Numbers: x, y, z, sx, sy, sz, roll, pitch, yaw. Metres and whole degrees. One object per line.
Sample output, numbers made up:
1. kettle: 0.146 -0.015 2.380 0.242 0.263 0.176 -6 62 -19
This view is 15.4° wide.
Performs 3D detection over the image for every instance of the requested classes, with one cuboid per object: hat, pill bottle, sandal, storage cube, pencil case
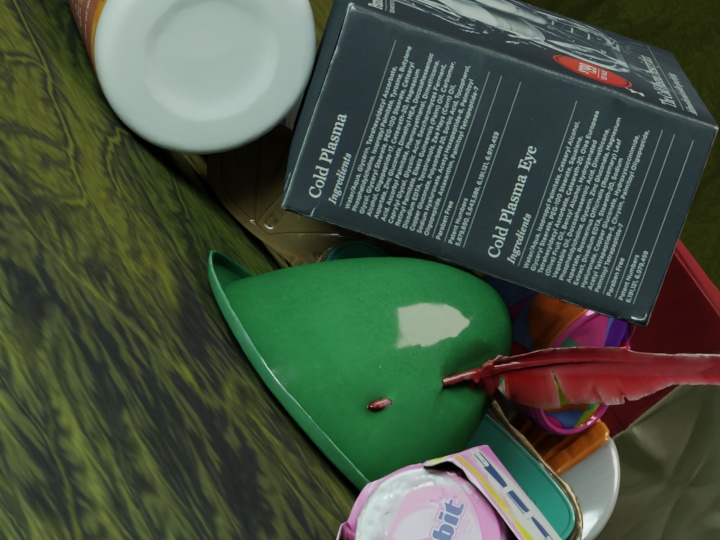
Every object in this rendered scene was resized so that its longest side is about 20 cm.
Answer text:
1. hat: 0.054 0.012 1.220 0.166 0.176 0.200 56 8 34
2. pill bottle: -0.096 -0.149 1.370 0.112 0.112 0.200 47 8 -31
3. sandal: 0.091 0.090 1.473 0.207 0.079 0.059 -116 -179 -46
4. storage cube: 0.150 0.070 1.601 0.200 0.171 0.180 44 11 -48
5. pencil case: 0.062 0.013 1.454 0.200 0.089 0.088 35 -5 41

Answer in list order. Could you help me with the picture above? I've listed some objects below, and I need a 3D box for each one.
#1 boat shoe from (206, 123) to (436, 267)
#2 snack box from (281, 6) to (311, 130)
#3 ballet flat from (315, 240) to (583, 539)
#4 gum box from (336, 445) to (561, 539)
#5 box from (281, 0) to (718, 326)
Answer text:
1. boat shoe: 0.000 0.000 1.411 0.200 0.072 0.072 46 7 8
2. snack box: -0.062 -0.127 1.535 0.200 0.037 0.117 -115 -156 -64
3. ballet flat: 0.037 0.076 1.333 0.201 0.070 0.065 56 -18 19
4. gum box: 0.073 0.158 1.043 0.200 0.066 0.113 52 5 7
5. box: 0.064 -0.071 1.301 0.181 0.105 0.200 17 14 -5
